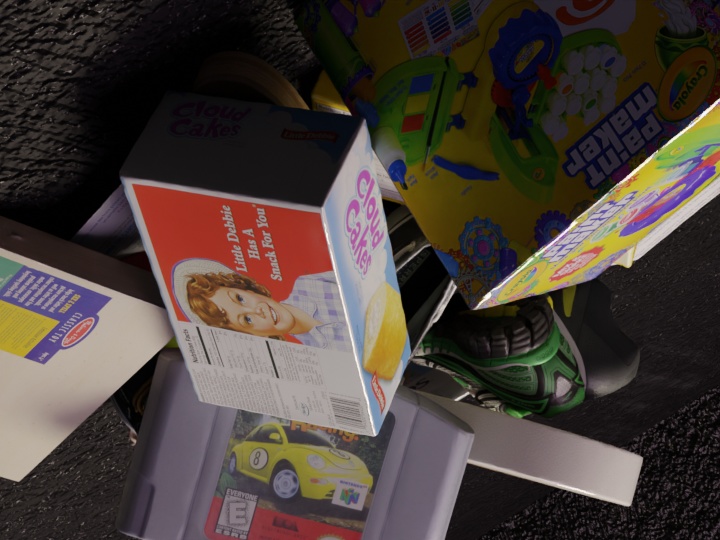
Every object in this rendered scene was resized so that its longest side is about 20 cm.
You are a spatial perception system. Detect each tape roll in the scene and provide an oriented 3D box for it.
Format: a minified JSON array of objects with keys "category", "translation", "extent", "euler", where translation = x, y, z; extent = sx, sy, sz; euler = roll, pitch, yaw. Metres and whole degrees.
[{"category":"tape roll","translation":[0.090,0.116,1.367],"extent":[0.203,0.203,0.037],"euler":[32,72,-73]}]

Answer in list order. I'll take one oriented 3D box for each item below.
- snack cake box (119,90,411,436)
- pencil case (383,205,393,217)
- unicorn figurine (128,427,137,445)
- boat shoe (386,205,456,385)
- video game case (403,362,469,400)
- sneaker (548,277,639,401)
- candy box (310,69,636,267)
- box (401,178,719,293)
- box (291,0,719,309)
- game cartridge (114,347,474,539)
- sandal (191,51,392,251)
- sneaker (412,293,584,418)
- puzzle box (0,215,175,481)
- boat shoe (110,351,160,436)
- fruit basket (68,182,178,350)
[{"category":"snack cake box","translation":[-0.047,-0.001,1.109],"extent":[0.200,0.115,0.067],"euler":[78,29,-49]},{"category":"pencil case","translation":[0.000,0.000,1.406],"extent":[0.091,0.094,0.200],"euler":[-44,163,14]},{"category":"unicorn figurine","translation":[-0.103,0.073,1.513],"extent":[0.137,0.074,0.200],"euler":[-15,145,-25]},{"category":"boat shoe","translation":[0.002,0.049,1.278],"extent":[0.199,0.074,0.068],"euler":[-49,-160,17]},{"category":"video game case","translation":[-0.002,0.077,1.551],"extent":[0.182,0.022,0.200],"euler":[-31,-154,-1]},{"category":"sneaker","translation":[0.129,0.017,1.440],"extent":[0.085,0.200,0.074],"euler":[-4,144,-28]},{"category":"candy box","translation":[0.070,-0.059,1.195],"extent":[0.102,0.200,0.026],"euler":[88,21,-61]},{"category":"box","translation":[0.152,-0.082,1.327],"extent":[0.200,0.105,0.184],"euler":[-10,156,-42]},{"category":"box","translation":[0.104,-0.118,1.040],"extent":[0.122,0.193,0.200],"euler":[-12,157,-50]},{"category":"game cartridge","translation":[-0.038,0.118,1.236],"extent":[0.200,0.133,0.041],"euler":[14,-174,-7]},{"category":"sandal","translation":[-0.028,-0.066,1.148],"extent":[0.078,0.070,0.212],"euler":[-1,144,24]},{"category":"sneaker","translation":[0.083,0.062,1.364],"extent":[0.078,0.085,0.200],"euler":[-31,-167,-14]},{"category":"puzzle box","translation":[-0.207,0.051,1.189],"extent":[0.133,0.025,0.200],"euler":[23,133,-32]},{"category":"boat shoe","translation":[-0.121,0.087,1.342],"extent":[0.071,0.200,0.091],"euler":[-42,140,-7]},{"category":"fruit basket","translation":[-0.116,-0.004,1.238],"extent":[0.200,0.094,0.185],"euler":[7,142,-42]}]
